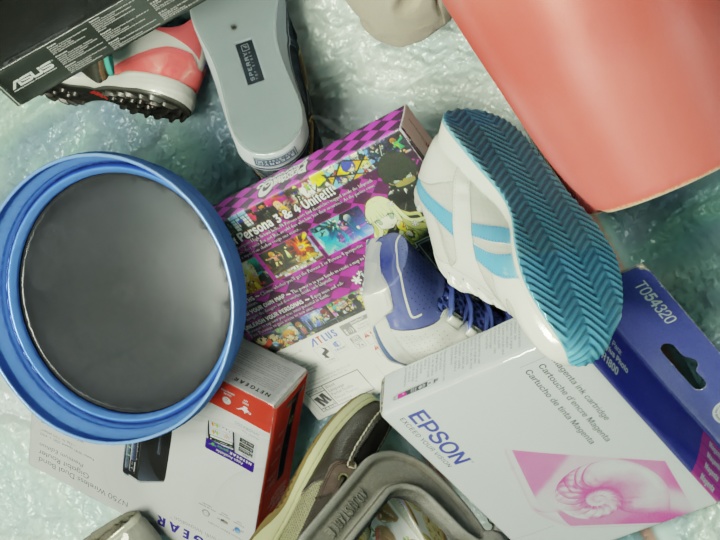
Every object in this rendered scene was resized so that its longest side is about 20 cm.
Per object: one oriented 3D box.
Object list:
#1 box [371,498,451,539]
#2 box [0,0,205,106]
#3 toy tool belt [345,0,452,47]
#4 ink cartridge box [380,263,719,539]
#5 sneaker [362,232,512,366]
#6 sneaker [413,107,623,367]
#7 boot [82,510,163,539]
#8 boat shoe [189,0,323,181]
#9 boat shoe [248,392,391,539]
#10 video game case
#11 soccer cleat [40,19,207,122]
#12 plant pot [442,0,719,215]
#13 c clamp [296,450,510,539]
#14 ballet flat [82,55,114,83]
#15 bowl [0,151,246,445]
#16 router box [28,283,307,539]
[{"bbox_3d":[0.058,0.229,1.535,0.039,0.041,0.201,-33,81,26],"label":"box"},{"bbox_3d":[-0.181,-0.236,1.481,0.199,0.048,0.194,-27,51,12],"label":"box"},{"bbox_3d":[-0.012,-0.247,1.447,0.200,0.123,0.125,34,79,24],"label":"toy tool belt"},{"bbox_3d":[0.148,0.101,1.406,0.199,0.043,0.196,-25,129,28],"label":"ink cartridge box"},{"bbox_3d":[0.085,0.044,1.437,0.115,0.081,0.200,-18,130,18],"label":"sneaker"},{"bbox_3d":[0.097,-0.009,1.337,0.200,0.076,0.081,63,140,39],"label":"sneaker"},{"bbox_3d":[-0.113,0.261,1.589,0.181,0.073,0.201,-28,93,27],"label":"boot"},{"bbox_3d":[-0.075,-0.144,1.534,0.070,0.091,0.201,-14,63,3],"label":"boat shoe"},{"bbox_3d":[-0.022,0.172,1.477,0.065,0.200,0.073,22,148,19],"label":"boat shoe"},{"bbox_3d":[0.000,0.000,1.485,0.199,0.036,0.181,-26,118,27],"label":"video game case"},{"bbox_3d":[-0.198,-0.163,1.601,0.199,0.068,0.074,13,76,31],"label":"soccer cleat"},{"bbox_3d":[0.167,-0.143,1.352,0.200,0.200,0.178,-21,98,27],"label":"plant pot"},{"bbox_3d":[0.045,0.204,1.438,0.171,0.200,0.027,50,132,3],"label":"c clamp"},{"bbox_3d":[-0.216,-0.215,1.555,0.068,0.068,0.201,-7,58,0],"label":"ballet flat"},{"bbox_3d":[-0.169,0.018,1.477,0.200,0.039,0.202,3,99,22],"label":"bowl"},{"bbox_3d":[-0.144,0.108,1.566,0.199,0.049,0.180,24,132,17],"label":"router box"}]
